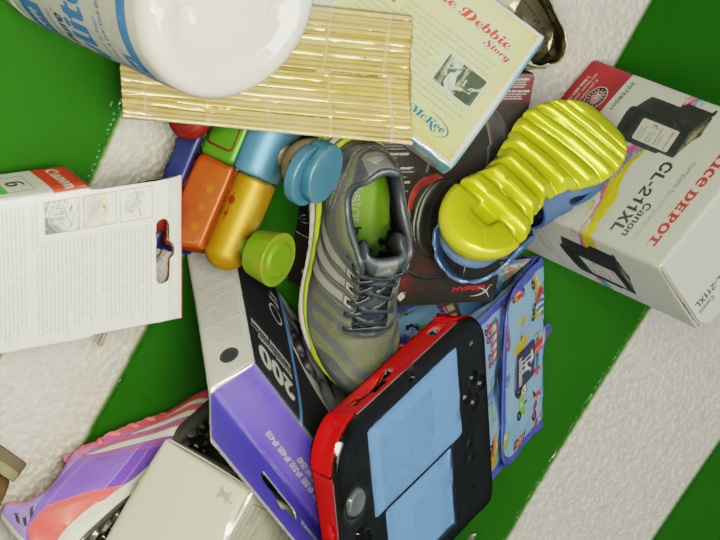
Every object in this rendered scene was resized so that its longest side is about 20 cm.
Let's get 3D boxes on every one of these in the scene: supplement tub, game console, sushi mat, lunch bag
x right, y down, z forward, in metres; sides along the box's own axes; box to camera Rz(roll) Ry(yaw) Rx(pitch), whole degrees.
[{"bbox_3d":[-0.132,-0.192,1.435,0.132,0.200,0.132,-16,117,-34],"label":"supplement tub"},{"bbox_3d":[0.035,0.142,1.645,0.200,0.031,0.177,-39,130,-45],"label":"game console"},{"bbox_3d":[-0.061,-0.137,1.552,0.199,0.012,0.096,5,74,-9],"label":"sushi mat"},{"bbox_3d":[0.087,0.083,1.820,0.200,0.094,0.151,-32,125,-48],"label":"lunch bag"}]

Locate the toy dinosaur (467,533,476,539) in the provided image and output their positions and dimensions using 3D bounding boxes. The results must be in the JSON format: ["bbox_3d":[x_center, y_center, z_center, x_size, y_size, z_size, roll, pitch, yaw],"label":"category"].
[{"bbox_3d":[0.016,0.267,1.798,0.181,0.105,0.200,-8,155,-14],"label":"toy dinosaur"}]

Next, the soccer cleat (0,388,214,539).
[{"bbox_3d":[-0.167,0.136,1.641,0.200,0.073,0.068,-43,157,-39],"label":"soccer cleat"}]

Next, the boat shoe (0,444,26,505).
[{"bbox_3d":[-0.300,0.111,1.511,0.200,0.072,0.068,41,80,-42],"label":"boat shoe"}]

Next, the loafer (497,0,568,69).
[{"bbox_3d":[0.094,-0.215,1.701,0.200,0.068,0.076,40,81,-42],"label":"loafer"}]

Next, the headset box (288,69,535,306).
[{"bbox_3d":[0.039,-0.079,1.708,0.148,0.075,0.201,-2,110,-38],"label":"headset box"}]

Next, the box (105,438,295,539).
[{"bbox_3d":[-0.096,0.191,1.655,0.095,0.078,0.200,-58,159,-5],"label":"box"}]

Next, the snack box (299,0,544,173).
[{"bbox_3d":[0.014,-0.173,1.601,0.200,0.037,0.116,37,81,-6],"label":"snack box"}]

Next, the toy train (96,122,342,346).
[{"bbox_3d":[-0.096,-0.018,1.584,0.085,0.116,0.200,17,97,-61],"label":"toy train"}]

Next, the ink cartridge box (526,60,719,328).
[{"bbox_3d":[0.220,-0.062,1.780,0.146,0.200,0.083,-49,131,-13],"label":"ink cartridge box"}]

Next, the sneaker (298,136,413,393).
[{"bbox_3d":[0.000,0.000,1.614,0.074,0.081,0.200,-12,113,-18],"label":"sneaker"}]

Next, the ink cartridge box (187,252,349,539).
[{"bbox_3d":[-0.052,0.101,1.637,0.043,0.200,0.198,-24,131,12],"label":"ink cartridge box"}]

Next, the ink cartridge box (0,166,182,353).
[{"bbox_3d":[-0.217,-0.008,1.529,0.200,0.050,0.109,-10,114,-29],"label":"ink cartridge box"}]

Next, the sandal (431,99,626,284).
[{"bbox_3d":[0.115,-0.055,1.691,0.200,0.080,0.087,-34,165,-35],"label":"sandal"}]
